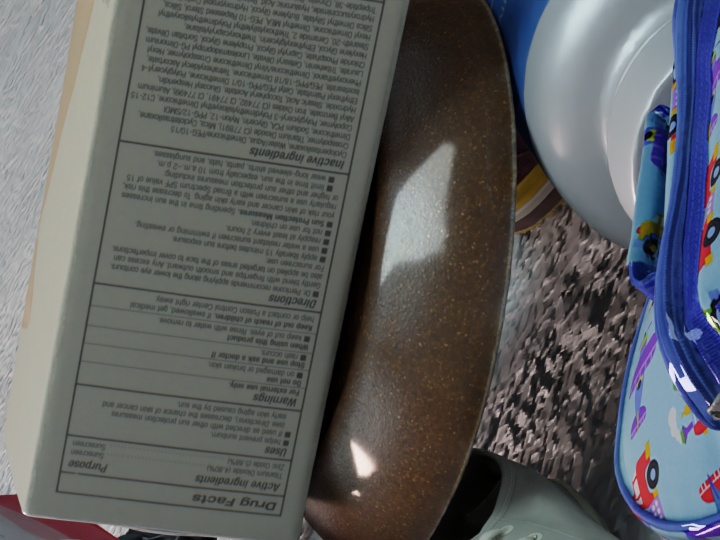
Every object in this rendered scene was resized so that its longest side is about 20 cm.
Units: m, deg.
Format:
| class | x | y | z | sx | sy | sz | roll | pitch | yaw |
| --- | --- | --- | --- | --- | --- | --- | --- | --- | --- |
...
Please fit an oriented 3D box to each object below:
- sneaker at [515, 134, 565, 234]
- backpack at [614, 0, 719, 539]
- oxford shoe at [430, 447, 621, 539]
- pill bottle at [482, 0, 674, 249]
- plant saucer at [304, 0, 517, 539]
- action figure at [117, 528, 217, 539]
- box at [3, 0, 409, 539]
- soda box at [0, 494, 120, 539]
| class | x | y | z | sx | sy | sz | roll | pitch | yaw |
| --- | --- | --- | --- | --- | --- | --- | --- | --- | --- |
| sneaker | 0.069 | -0.102 | 0.907 | 0.201 | 0.090 | 0.075 | -60 | 41 | 20 |
| backpack | 0.130 | -0.003 | 0.587 | 0.200 | 0.134 | 0.183 | -44 | 25 | 48 |
| oxford shoe | 0.059 | 0.104 | 0.739 | 0.075 | 0.058 | 0.200 | -59 | 21 | 5 |
| pill bottle | 0.099 | -0.070 | 0.782 | 0.113 | 0.112 | 0.200 | -58 | 20 | 13 |
| plant saucer | 0.000 | 0.000 | 0.826 | 0.200 | 0.036 | 0.202 | -173 | 90 | -73 |
| action figure | -0.090 | 0.116 | 1.017 | 0.200 | 0.118 | 0.103 | 142 | 141 | -61 |
| box | -0.051 | -0.022 | 0.783 | 0.078 | 0.094 | 0.201 | -130 | 51 | -68 |
| soda box | -0.078 | 0.148 | 0.863 | 0.200 | 0.063 | 0.070 | 27 | 106 | 37 |
